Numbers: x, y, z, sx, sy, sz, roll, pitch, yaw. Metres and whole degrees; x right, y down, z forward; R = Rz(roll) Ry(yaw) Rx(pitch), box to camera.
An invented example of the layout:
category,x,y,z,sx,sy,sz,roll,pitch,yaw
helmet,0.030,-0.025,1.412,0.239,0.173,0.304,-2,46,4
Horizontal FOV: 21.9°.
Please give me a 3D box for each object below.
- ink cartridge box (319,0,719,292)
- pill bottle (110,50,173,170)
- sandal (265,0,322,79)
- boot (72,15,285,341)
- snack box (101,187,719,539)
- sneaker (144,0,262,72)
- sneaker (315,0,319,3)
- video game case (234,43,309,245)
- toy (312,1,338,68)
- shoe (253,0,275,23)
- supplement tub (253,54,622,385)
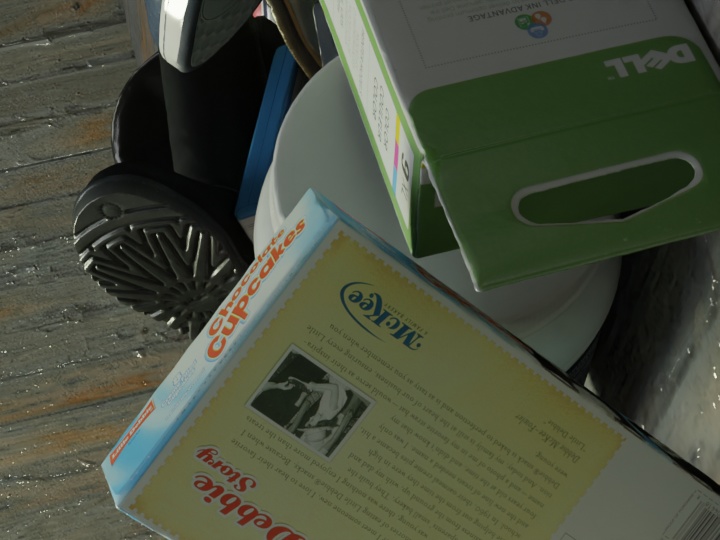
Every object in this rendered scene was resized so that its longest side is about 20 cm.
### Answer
category,x,y,z,sx,sy,sz,roll,pitch,yaw
ink cartridge box,0.054,-0.066,0.624,0.059,0.103,0.201,90,164,-53
pill bottle,-0.063,-0.074,1.143,0.200,0.111,0.112,8,-113,-71
sandal,-0.038,-0.165,0.865,0.200,0.054,0.082,58,-172,-36
boot,-0.082,-0.070,0.917,0.165,0.065,0.201,47,-147,-49
snack box,0.027,0.076,0.625,0.200,0.116,0.037,36,-175,-23
sneaker,-0.094,-0.188,0.754,0.146,0.077,0.203,33,140,16
sneaker,0.004,-0.092,1.056,0.082,0.074,0.201,-90,-1,-70
video game case,0.000,0.000,0.950,0.200,0.018,0.143,58,-155,-32
toy,0.011,-0.050,0.899,0.047,0.115,0.201,12,121,32
shoe,-0.088,-0.191,1.107,0.201,0.090,0.072,-102,10,-47
supplement tub,0.029,0.007,0.744,0.200,0.140,0.141,92,163,-65
